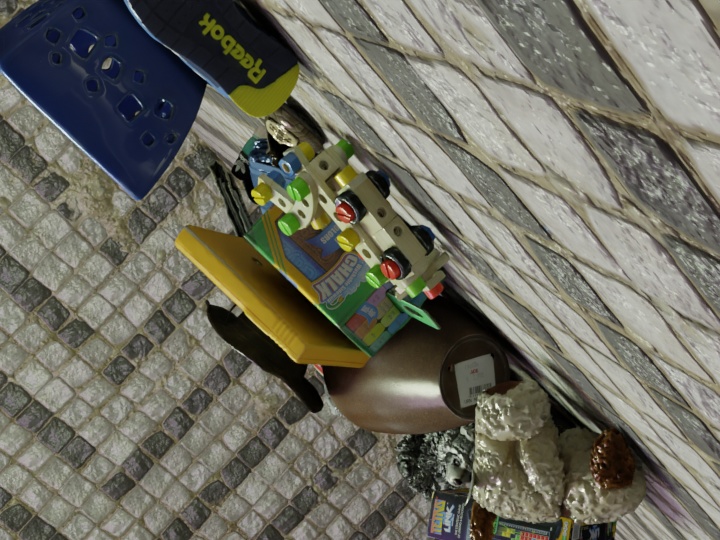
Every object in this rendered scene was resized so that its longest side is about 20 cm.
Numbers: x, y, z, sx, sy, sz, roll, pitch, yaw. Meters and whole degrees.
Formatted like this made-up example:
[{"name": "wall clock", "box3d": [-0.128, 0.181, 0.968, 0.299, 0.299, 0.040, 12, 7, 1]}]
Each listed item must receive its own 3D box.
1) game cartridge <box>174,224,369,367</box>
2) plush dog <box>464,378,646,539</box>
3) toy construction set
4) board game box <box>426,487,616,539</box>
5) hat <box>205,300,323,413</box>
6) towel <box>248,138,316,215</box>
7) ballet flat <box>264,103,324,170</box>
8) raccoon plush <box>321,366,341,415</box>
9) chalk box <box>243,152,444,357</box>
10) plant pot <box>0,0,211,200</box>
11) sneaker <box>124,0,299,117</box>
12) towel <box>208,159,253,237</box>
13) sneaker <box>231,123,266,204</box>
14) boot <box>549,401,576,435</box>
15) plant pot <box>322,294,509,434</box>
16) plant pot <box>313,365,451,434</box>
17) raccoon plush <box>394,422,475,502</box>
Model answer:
[{"name": "game cartridge", "box3d": [-0.088, 0.032, 1.325, 0.200, 0.033, 0.176, 44, -167, 23]}, {"name": "plush dog", "box3d": [0.203, 0.207, 1.235, 0.169, 0.163, 0.200, 6, 164, 14]}, {"name": "toy construction set", "box3d": [0.001, -0.036, 1.100, 0.199, 0.093, 0.131, 38, 154, -12]}, {"name": "board game box", "box3d": [0.189, 0.290, 1.400, 0.163, 0.058, 0.199, 5, 174, 27]}, {"name": "hat", "box3d": [-0.092, 0.075, 1.435, 0.200, 0.081, 0.201, 42, -179, -1]}, {"name": "towel", "box3d": [-0.066, -0.058, 1.445, 0.111, 0.049, 0.202, 20, 137, 34]}, {"name": "ballet flat", "box3d": [-0.075, -0.133, 1.247, 0.067, 0.046, 0.200, 44, 177, -3]}, {"name": "raccoon plush", "box3d": [0.003, 0.077, 1.590, 0.097, 0.133, 0.202, 51, 154, 41]}, {"name": "chalk box", "box3d": [0.000, 0.000, 1.276, 0.200, 0.124, 0.124, 43, 177, 27]}, {"name": "plant pot", "box3d": [-0.256, -0.217, 1.279, 0.200, 0.180, 0.200, 46, 177, -25]}, {"name": "sneaker", "box3d": [-0.127, -0.194, 0.909, 0.082, 0.074, 0.200, 44, 176, 44]}, {"name": "towel", "box3d": [-0.130, -0.019, 1.565, 0.201, 0.034, 0.194, 71, 176, -55]}, {"name": "sneaker", "box3d": [-0.114, -0.116, 1.624, 0.071, 0.080, 0.200, 42, 176, 30]}, {"name": "boot", "box3d": [0.231, 0.195, 1.382, 0.199, 0.078, 0.138, 31, 172, 3]}, {"name": "plant pot", "box3d": [0.081, 0.110, 1.407, 0.187, 0.187, 0.199, 46, 164, -22]}, {"name": "plant pot", "box3d": [0.043, 0.116, 1.723, 0.200, 0.183, 0.200, 42, 175, 5]}, {"name": "raccoon plush", "box3d": [0.115, 0.190, 1.512, 0.096, 0.134, 0.202, 26, -139, -28]}]
